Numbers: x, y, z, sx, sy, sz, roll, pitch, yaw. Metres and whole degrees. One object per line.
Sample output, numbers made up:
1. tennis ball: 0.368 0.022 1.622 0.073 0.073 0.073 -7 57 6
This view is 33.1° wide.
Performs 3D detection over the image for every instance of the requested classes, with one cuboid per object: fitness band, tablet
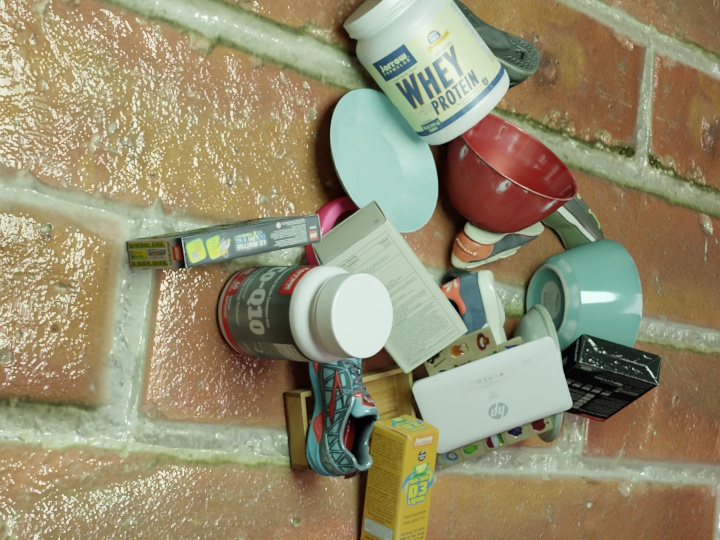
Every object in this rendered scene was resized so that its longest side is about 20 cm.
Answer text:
1. fitness band: 0.000 0.000 1.601 0.144 0.037 0.200 -32 110 -39
2. tablet: 0.179 0.171 1.640 0.199 0.014 0.130 -19 121 4

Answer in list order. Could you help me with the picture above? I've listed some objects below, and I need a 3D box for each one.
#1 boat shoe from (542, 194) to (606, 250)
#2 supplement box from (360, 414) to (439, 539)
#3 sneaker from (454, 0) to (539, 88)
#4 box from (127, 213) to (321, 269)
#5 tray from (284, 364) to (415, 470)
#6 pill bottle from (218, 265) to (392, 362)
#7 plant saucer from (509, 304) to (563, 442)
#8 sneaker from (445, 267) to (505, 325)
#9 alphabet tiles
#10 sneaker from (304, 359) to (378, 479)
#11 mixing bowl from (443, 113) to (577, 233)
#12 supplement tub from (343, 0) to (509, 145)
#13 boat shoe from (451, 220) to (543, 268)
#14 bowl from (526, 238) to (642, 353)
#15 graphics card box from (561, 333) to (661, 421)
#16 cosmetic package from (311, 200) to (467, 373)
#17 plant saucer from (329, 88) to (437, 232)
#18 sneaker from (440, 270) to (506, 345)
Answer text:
1. boat shoe: 0.345 -0.070 1.904 0.201 0.072 0.061 43 63 -33
2. supplement box: 0.050 0.297 1.598 0.066 0.069 0.201 -6 105 -45
3. sneaker: 0.145 -0.314 1.723 0.199 0.114 0.076 26 64 -11
4. box: -0.155 -0.034 1.404 0.200 0.110 0.035 -13 98 -43
5. tray: -0.010 0.190 1.591 0.200 0.037 0.099 -10 96 -44
6. pill bottle: -0.065 0.050 1.426 0.114 0.200 0.114 1 89 -44
7. plant saucer: 0.246 0.151 1.761 0.050 0.200 0.201 -4 93 -6
8. sneaker: 0.157 0.096 1.721 0.086 0.080 0.200 -31 109 -38
9. alphabet tiles: 0.158 0.170 1.648 0.167 0.008 0.200 -21 120 4
10. sneaker: -0.009 0.157 1.502 0.079 0.095 0.201 3 88 -44
11. mixing bowl: 0.192 -0.124 1.705 0.200 0.200 0.109 4 129 -43
12. supplement tub: 0.086 -0.283 1.598 0.200 0.145 0.145 50 57 -16
13. boat shoe: 0.200 -0.047 1.774 0.200 0.071 0.063 -18 140 -53
14. bowl: 0.321 0.051 1.821 0.105 0.201 0.201 1 89 -23
15. graphics card box: 0.344 0.162 1.792 0.125 0.200 0.051 16 66 -6
16. cosmetic package: 0.038 0.023 1.539 0.103 0.073 0.200 -34 117 4
17. plant saucer: 0.022 -0.140 1.601 0.201 0.039 0.202 22 57 -39
18. sneaker: 0.156 0.094 1.662 0.075 0.084 0.201 -81 159 -66
